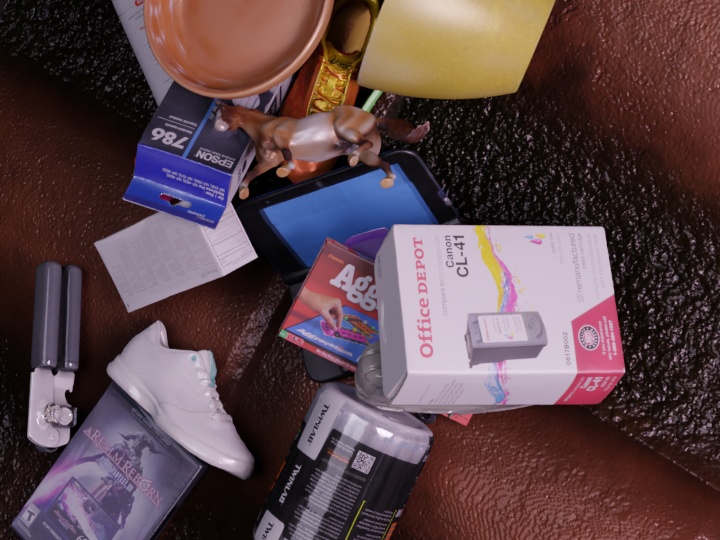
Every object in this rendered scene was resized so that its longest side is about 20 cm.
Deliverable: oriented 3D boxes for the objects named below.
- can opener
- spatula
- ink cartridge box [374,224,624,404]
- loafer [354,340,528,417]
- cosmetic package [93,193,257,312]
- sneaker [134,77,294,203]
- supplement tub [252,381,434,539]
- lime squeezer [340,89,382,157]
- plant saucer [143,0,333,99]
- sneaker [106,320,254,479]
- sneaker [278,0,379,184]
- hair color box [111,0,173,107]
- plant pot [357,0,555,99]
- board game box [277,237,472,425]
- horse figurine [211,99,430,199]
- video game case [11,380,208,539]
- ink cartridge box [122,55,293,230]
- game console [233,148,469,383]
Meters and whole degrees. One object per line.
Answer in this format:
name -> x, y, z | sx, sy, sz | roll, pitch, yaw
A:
can opener -> -0.330, 0.091, 1.825 | 0.066, 0.053, 0.201 | -6, 78, 45
spatula -> 0.034, 0.055, 1.633 | 0.056, 0.021, 0.200 | -14, 103, 18
ink cartridge box -> 0.121, 0.039, 1.532 | 0.199, 0.086, 0.148 | 1, 67, -13
loafer -> 0.093, 0.100, 1.588 | 0.199, 0.070, 0.070 | 5, 54, -9
cosmetic package -> -0.185, -0.020, 1.713 | 0.200, 0.051, 0.083 | -18, 97, 53
sneaker -> -0.142, -0.139, 1.739 | 0.200, 0.081, 0.075 | -43, 26, 13
supplement tub -> -0.023, 0.217, 1.626 | 0.122, 0.122, 0.200 | 27, 94, 26
lime squeezer -> -0.047, -0.139, 1.708 | 0.200, 0.038, 0.071 | -18, 116, -4
plant saucer -> -0.111, -0.256, 1.630 | 0.200, 0.037, 0.201 | -5, 77, 23
sneaker -> -0.167, 0.126, 1.741 | 0.200, 0.075, 0.089 | 39, 89, 26
sneaker -> -0.035, -0.179, 1.664 | 0.073, 0.077, 0.200 | 15, 85, -2
hair color box -> -0.196, -0.273, 1.807 | 0.101, 0.061, 0.200 | -31, 72, 19
plant pot -> 0.099, -0.239, 1.608 | 0.142, 0.200, 0.200 | 23, 94, 1
board game box -> 0.035, 0.058, 1.611 | 0.200, 0.019, 0.103 | 26, 101, -9
horse figurine -> -0.037, -0.116, 1.571 | 0.199, 0.133, 0.050 | -6, 121, 1
video game case -> -0.263, 0.235, 1.797 | 0.143, 0.019, 0.200 | 41, 102, 24
ink cartridge box -> -0.143, -0.137, 1.641 | 0.099, 0.039, 0.200 | 18, 58, 8
game console -> 0.000, 0.000, 1.646 | 0.200, 0.118, 0.171 | -18, 75, 23
